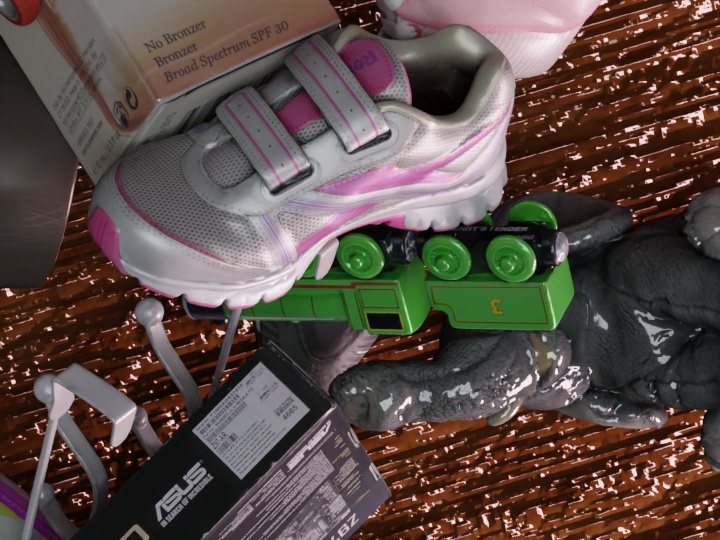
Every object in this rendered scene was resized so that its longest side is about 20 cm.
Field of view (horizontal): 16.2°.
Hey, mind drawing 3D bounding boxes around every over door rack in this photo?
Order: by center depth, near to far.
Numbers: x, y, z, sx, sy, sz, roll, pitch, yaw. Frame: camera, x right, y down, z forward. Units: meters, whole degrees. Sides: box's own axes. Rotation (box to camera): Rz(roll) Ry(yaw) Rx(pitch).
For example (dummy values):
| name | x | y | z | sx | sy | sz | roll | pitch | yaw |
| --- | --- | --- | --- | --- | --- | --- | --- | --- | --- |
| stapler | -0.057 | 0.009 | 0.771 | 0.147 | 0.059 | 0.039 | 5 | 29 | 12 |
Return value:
| name | x | y | z | sx | sy | sz | roll | pitch | yaw |
| --- | --- | --- | --- | --- | --- | --- | --- | --- | --- |
| over door rack | -0.106 | 0.055 | 1.075 | 0.067 | 0.200 | 0.148 | 43 | 50 | 7 |

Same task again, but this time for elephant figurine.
| name | x | y | z | sx | sy | sz | roll | pitch | yaw |
| --- | --- | --- | --- | --- | --- | --- | --- | --- | --- |
| elephant figurine | 0.101 | 0.021 | 1.167 | 0.199 | 0.155 | 0.142 | -4 | 67 | 17 |

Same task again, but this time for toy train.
| name | x | y | z | sx | sy | sz | roll | pitch | yaw |
| --- | --- | --- | --- | --- | --- | --- | --- | --- | --- |
| toy train | 0.000 | 0.000 | 1.108 | 0.199 | 0.042 | 0.057 | 1 | 123 | 26 |

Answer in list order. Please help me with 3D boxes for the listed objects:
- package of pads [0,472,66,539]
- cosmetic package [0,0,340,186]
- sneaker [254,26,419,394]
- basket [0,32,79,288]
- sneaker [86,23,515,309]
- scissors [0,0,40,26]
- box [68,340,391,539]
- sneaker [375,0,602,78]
| name | x | y | z | sx | sy | sz | roll | pitch | yaw |
| --- | --- | --- | --- | --- | --- | --- | --- | --- | --- |
| package of pads | -0.227 | 0.173 | 1.167 | 0.154 | 0.068 | 0.200 | 40 | 93 | -16 |
| cosmetic package | -0.110 | -0.149 | 1.053 | 0.103 | 0.087 | 0.200 | -29 | 80 | -31 |
| sneaker | 0.006 | -0.029 | 1.151 | 0.066 | 0.091 | 0.201 | 24 | 97 | -13 |
| basket | -0.227 | -0.063 | 1.084 | 0.199 | 0.136 | 0.181 | 8 | 70 | -18 |
| sneaker | -0.020 | -0.053 | 1.012 | 0.199 | 0.081 | 0.088 | -22 | 146 | -32 |
| scissors | -0.195 | -0.176 | 0.994 | 0.014 | 0.073 | 0.200 | -43 | 114 | -17 |
| box | -0.080 | 0.135 | 1.102 | 0.200 | 0.160 | 0.044 | -45 | 71 | -6 |
| sneaker | 0.011 | -0.141 | 1.063 | 0.200 | 0.075 | 0.105 | 19 | 120 | -15 |
